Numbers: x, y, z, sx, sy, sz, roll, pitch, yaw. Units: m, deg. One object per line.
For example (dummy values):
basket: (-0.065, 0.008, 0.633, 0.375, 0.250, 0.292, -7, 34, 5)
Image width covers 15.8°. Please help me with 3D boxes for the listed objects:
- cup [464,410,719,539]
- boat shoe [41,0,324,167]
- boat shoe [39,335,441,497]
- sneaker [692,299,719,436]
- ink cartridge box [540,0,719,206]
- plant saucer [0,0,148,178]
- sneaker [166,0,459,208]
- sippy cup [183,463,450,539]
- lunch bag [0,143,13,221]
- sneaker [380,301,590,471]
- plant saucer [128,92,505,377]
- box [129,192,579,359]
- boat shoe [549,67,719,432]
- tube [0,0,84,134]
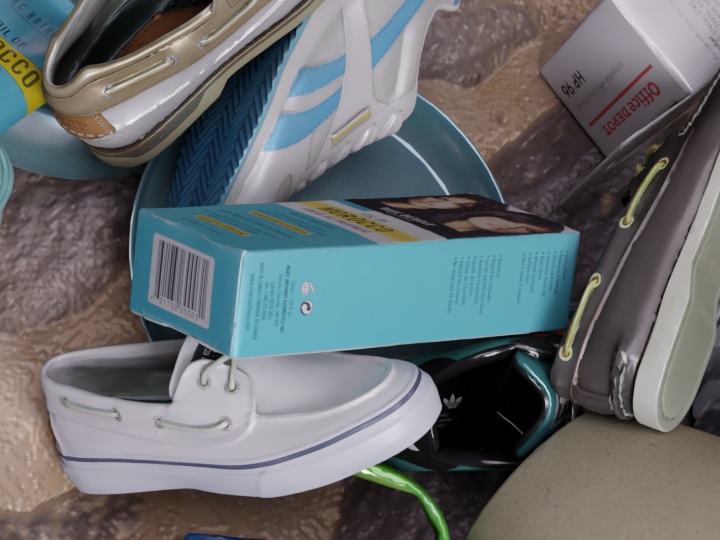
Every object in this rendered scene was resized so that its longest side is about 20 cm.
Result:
cup: (0.130, 0.148, 1.199, 0.200, 0.201, 0.143, -38, 69, -20)
boat shoe: (-0.066, -0.138, 1.178, 0.075, 0.068, 0.200, 36, 86, 29)
boat shoe: (-0.063, 0.059, 1.166, 0.067, 0.199, 0.074, 65, 30, -25)
sneaker: (0.203, 0.028, 1.310, 0.082, 0.075, 0.202, -4, 82, -29)
ink cartridge box: (0.168, -0.126, 1.309, 0.200, 0.116, 0.068, -37, 86, -21)
plant saucer: (-0.138, -0.146, 1.286, 0.199, 0.027, 0.202, 4, 76, -14)
sneaker: (-0.021, -0.079, 1.233, 0.081, 0.076, 0.201, 36, 76, -26)
sippy cup: (-0.031, 0.181, 1.176, 0.129, 0.140, 0.179, 13, 54, 2)
lunch bag: (-0.271, -0.019, 1.189, 0.160, 0.077, 0.200, 41, 64, -1)
sneaker: (0.086, 0.060, 1.236, 0.199, 0.080, 0.072, -14, 99, -32)
plant saucer: (-0.019, -0.003, 1.270, 0.199, 0.027, 0.202, 4, 76, -17)
box: (0.000, 0.000, 1.179, 0.199, 0.082, 0.050, -4, 107, -40)
boat shoe: (0.147, -0.024, 1.204, 0.060, 0.072, 0.202, 13, 66, 26)
tube: (-0.197, -0.072, 1.169, 0.077, 0.050, 0.200, 45, 53, -2)
